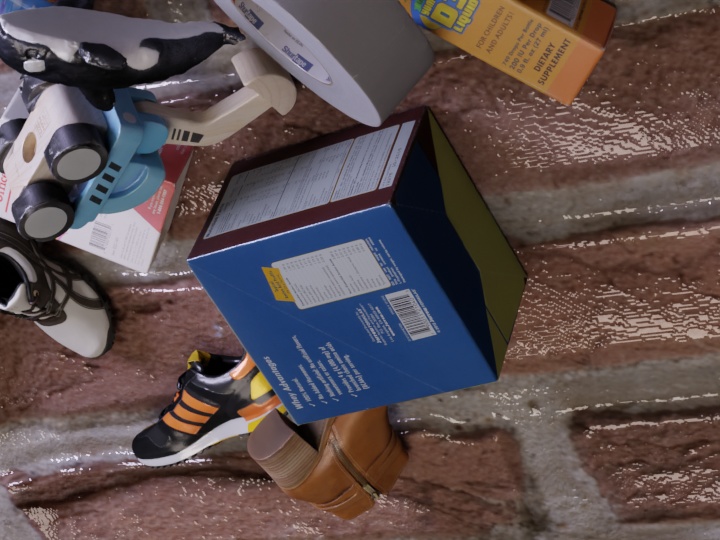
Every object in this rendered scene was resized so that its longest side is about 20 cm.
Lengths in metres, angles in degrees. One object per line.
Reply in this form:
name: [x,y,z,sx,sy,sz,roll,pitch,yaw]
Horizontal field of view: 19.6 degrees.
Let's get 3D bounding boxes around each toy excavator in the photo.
toy excavator: [-0.175,-0.113,1.697,0.200,0.100,0.195,7,132,-38]

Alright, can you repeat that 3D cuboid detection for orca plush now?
orca plush: [-0.193,-0.163,1.622,0.105,0.200,0.071,40,127,34]

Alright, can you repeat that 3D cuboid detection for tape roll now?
tape roll: [-0.040,-0.197,1.559,0.200,0.066,0.200,40,173,5]

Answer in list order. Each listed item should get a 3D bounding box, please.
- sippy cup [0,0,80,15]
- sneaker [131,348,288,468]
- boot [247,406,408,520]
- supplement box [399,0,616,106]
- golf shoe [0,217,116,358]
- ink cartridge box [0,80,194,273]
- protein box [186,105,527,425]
sippy cup: [-0.287,-0.237,1.657,0.130,0.140,0.178,33,149,-24]
sneaker: [-0.147,0.118,1.962,0.200,0.070,0.090,-22,105,33]
boot: [0.010,0.143,1.910,0.200,0.077,0.155,-45,135,4]
supplement box: [0.091,-0.207,1.586,0.200,0.069,0.067,28,131,-2]
golf shoe: [-0.302,0.022,1.906,0.078,0.095,0.200,-18,123,30]
ink cartridge box: [-0.256,-0.090,1.809,0.200,0.068,0.117,22,133,-2]
protein box: [0.000,0.000,1.750,0.200,0.135,0.199,-14,124,29]
